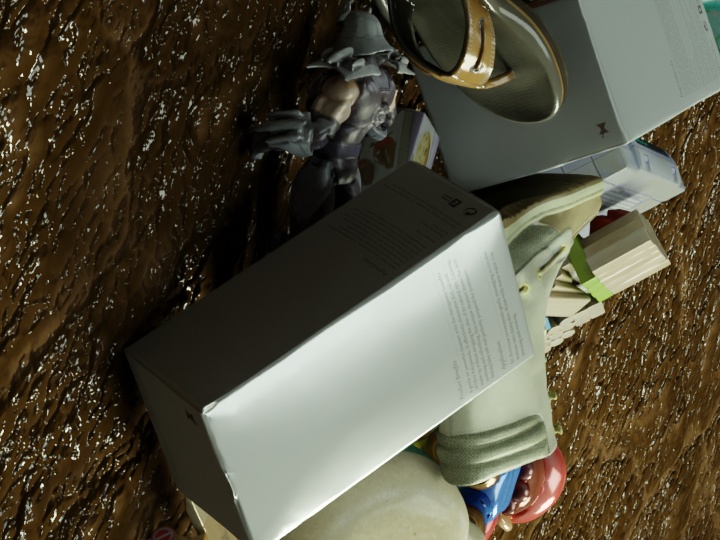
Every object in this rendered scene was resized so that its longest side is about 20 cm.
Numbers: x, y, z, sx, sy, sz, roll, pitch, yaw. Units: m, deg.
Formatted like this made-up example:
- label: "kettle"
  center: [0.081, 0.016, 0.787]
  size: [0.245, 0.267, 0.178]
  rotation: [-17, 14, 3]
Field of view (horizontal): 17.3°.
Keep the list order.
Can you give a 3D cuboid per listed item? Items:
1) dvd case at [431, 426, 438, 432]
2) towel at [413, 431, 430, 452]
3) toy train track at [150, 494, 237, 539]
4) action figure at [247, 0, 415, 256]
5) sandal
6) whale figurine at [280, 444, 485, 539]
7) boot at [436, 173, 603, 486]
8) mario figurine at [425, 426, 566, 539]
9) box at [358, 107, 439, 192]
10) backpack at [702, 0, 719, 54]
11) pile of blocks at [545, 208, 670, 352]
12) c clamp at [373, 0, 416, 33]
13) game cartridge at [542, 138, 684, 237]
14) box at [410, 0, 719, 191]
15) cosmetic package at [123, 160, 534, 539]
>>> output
- label: "dvd case"
  center: [0.030, 0.076, 1.587]
  size: [0.201, 0.022, 0.146]
  rotation: [-66, 157, -12]
- label: "towel"
  center: [0.011, 0.153, 1.557]
  size: [0.086, 0.018, 0.201]
  rotation: [-15, 121, -60]
- label: "toy train track"
  center: [-0.075, 0.120, 1.366]
  size: [0.115, 0.032, 0.201]
  rotation: [72, 35, -45]
- label: "action figure"
  center: [-0.019, -0.055, 1.319]
  size: [0.130, 0.069, 0.201]
  rotation: [-7, 110, -58]
- label: "sandal"
  center: [0.051, -0.142, 1.331]
  size: [0.200, 0.081, 0.055]
  rotation: [54, 50, -47]
- label: "whale figurine"
  center: [0.000, 0.187, 1.470]
  size: [0.158, 0.104, 0.201]
  rotation: [-23, 129, -17]
- label: "boot"
  center: [0.096, 0.031, 1.458]
  size: [0.200, 0.072, 0.156]
  rotation: [-32, 115, -50]
- label: "mario figurine"
  center: [0.066, 0.139, 1.600]
  size: [0.123, 0.106, 0.200]
  rotation: [-40, 170, 11]
- label: "box"
  center: [0.000, 0.000, 1.403]
  size: [0.041, 0.038, 0.201]
  rotation: [51, 52, -61]
- label: "backpack"
  center: [0.240, -0.233, 1.641]
  size: [0.150, 0.177, 0.201]
  rotation: [-1, 105, -65]
- label: "pile of blocks"
  center: [0.127, 0.011, 1.658]
  size: [0.082, 0.062, 0.200]
  rotation: [5, 142, -48]
- label: "c clamp"
  center: [0.053, -0.211, 1.415]
  size: [0.200, 0.027, 0.172]
  rotation: [-49, 148, -43]
- label: "game cartridge"
  center: [0.150, -0.050, 1.646]
  size: [0.129, 0.039, 0.200]
  rotation: [-32, 168, 14]
- label: "box"
  center: [0.136, -0.129, 1.510]
  size: [0.200, 0.124, 0.098]
  rotation: [-29, 102, -60]
- label: "cosmetic package"
  center: [-0.013, 0.044, 1.262]
  size: [0.199, 0.085, 0.108]
  rotation: [-32, 130, -21]
